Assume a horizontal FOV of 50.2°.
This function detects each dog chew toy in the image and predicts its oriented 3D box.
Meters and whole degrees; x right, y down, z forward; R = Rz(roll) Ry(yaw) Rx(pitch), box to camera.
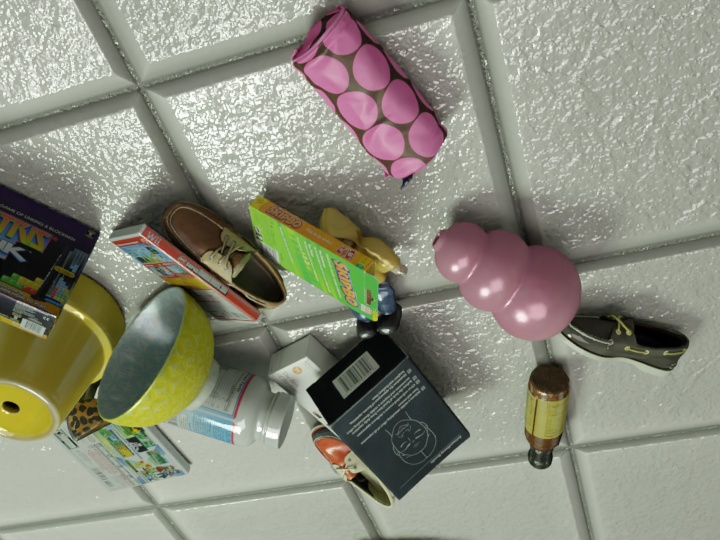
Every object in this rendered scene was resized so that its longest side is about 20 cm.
[{"bbox_3d":[0.183,0.005,0.989,0.199,0.125,0.125,29,127,-9],"label":"dog chew toy"}]

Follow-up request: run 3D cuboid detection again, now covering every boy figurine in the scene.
[{"bbox_3d":[0.000,0.000,1.032,0.123,0.065,0.201,-9,131,17],"label":"boy figurine"}]

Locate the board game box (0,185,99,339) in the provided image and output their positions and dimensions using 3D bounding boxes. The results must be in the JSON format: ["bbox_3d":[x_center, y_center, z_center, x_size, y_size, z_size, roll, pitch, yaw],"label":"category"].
[{"bbox_3d":[-0.457,-0.025,0.979,0.198,0.166,0.057,27,130,-18],"label":"board game box"}]

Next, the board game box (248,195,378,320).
[{"bbox_3d":[-0.054,-0.014,0.973,0.199,0.030,0.096,32,150,22],"label":"board game box"}]

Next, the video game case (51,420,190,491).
[{"bbox_3d":[-0.428,0.312,1.358,0.180,0.022,0.201,-16,126,18],"label":"video game case"}]

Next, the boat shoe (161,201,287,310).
[{"bbox_3d":[-0.169,-0.020,1.005,0.199,0.076,0.072,39,164,-26],"label":"boat shoe"}]

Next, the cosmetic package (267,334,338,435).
[{"bbox_3d":[-0.049,0.191,1.205,0.082,0.051,0.200,-29,122,25],"label":"cosmetic package"}]

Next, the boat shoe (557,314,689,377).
[{"bbox_3d":[0.366,0.091,1.078,0.199,0.072,0.061,15,126,-18],"label":"boat shoe"}]

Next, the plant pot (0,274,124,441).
[{"bbox_3d":[-0.460,0.127,1.094,0.198,0.190,0.202,3,130,3],"label":"plant pot"}]

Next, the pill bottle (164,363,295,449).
[{"bbox_3d":[-0.204,0.202,1.166,0.198,0.109,0.110,16,131,6],"label":"pill bottle"}]

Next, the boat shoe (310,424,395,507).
[{"bbox_3d":[-0.008,0.334,1.315,0.071,0.063,0.200,-32,120,30],"label":"boat shoe"}]

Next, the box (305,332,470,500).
[{"bbox_3d":[0.043,0.211,1.141,0.148,0.107,0.201,-40,122,-4],"label":"box"}]

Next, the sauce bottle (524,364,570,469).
[{"bbox_3d":[0.288,0.236,1.208,0.065,0.066,0.202,0,132,5],"label":"sauce bottle"}]

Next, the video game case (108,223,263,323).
[{"bbox_3d":[-0.236,0.008,1.036,0.200,0.018,0.142,40,159,-26],"label":"video game case"}]

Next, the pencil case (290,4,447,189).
[{"bbox_3d":[0.008,-0.191,0.857,0.093,0.091,0.200,-20,125,37],"label":"pencil case"}]

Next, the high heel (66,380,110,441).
[{"bbox_3d":[-0.351,0.232,1.203,0.198,0.143,0.072,22,129,-13],"label":"high heel"}]

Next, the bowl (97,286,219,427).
[{"bbox_3d":[-0.262,0.136,1.064,0.199,0.202,0.107,-34,126,29],"label":"bowl"}]
